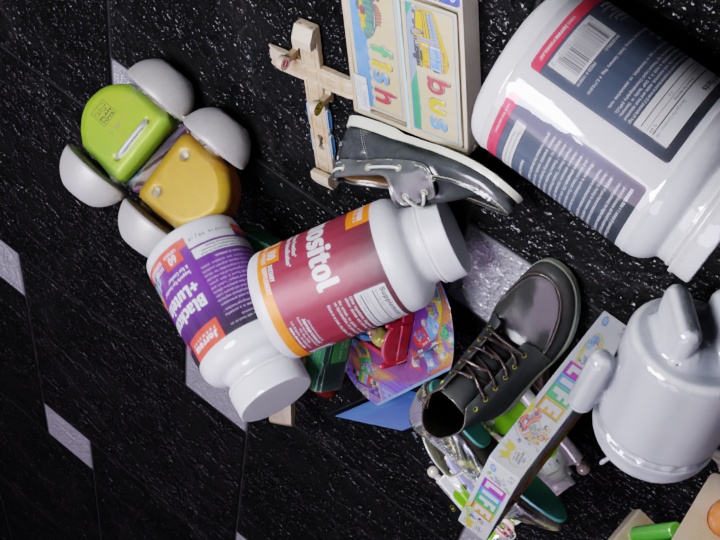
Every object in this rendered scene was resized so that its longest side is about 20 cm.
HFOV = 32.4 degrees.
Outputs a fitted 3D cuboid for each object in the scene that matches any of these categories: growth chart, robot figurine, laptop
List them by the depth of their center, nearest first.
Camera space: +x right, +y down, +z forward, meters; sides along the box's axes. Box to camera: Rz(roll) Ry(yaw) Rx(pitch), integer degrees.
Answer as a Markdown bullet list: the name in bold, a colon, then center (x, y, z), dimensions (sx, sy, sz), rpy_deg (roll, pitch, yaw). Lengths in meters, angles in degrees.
- **robot figurine**: center (0.267, 0.104, 1.065), dimensions (0.168, 0.114, 0.201), rpy_deg (9, 133, -4)
- **growth chart**: center (0.150, 0.203, 1.306), dimensions (0.145, 0.018, 0.200), rpy_deg (44, 132, 9)
- **laptop**: center (0.081, 0.218, 1.432), dimensions (0.201, 0.103, 0.177), rpy_deg (63, 149, 3)

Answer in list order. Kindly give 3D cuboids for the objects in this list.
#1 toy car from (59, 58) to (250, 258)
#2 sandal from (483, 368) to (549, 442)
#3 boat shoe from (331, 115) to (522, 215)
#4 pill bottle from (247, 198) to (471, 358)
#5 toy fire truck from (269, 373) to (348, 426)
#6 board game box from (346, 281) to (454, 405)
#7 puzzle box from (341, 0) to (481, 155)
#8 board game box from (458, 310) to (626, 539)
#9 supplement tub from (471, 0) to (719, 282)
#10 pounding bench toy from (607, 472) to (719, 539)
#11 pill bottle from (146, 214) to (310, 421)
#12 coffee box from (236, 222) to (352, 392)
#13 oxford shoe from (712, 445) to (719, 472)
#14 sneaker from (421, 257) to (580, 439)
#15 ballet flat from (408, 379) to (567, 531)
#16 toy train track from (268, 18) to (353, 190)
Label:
- **toy car**: center (-0.217, -0.121, 1.375), dimensions (0.200, 0.175, 0.150), rpy_deg (40, -175, 7)
- **sandal**: center (0.170, 0.144, 1.305), dimensions (0.081, 0.055, 0.202), rpy_deg (16, 124, 29)
- **boat shoe**: center (0.059, -0.082, 1.136), dimensions (0.199, 0.068, 0.072), rpy_deg (23, 174, 34)
- **pill bottle**: center (0.000, 0.000, 1.200), dimensions (0.199, 0.113, 0.114), rpy_deg (-23, 115, 14)
- **toy fire truck**: center (-0.080, 0.111, 1.510), dimensions (0.175, 0.129, 0.200), rpy_deg (27, 162, 34)
- **board game box**: center (0.014, 0.055, 1.313), dimensions (0.200, 0.039, 0.159), rpy_deg (-32, 76, 48)
- **puzzle box**: center (0.043, -0.202, 1.073), dimensions (0.132, 0.025, 0.201), rpy_deg (25, 143, 29)
- **board game box**: center (0.172, 0.145, 1.155), dimensions (0.034, 0.200, 0.135), rpy_deg (35, 148, 15)
- **supplement tub**: center (0.194, -0.100, 0.905), dimensions (0.199, 0.140, 0.141), rpy_deg (38, 148, 12)
- **pounding bench toy**: center (0.322, 0.273, 1.166), dimensions (0.199, 0.125, 0.156), rpy_deg (27, 158, 27)
- **pill bottle**: center (-0.134, 0.051, 1.293), dimensions (0.201, 0.111, 0.112), rpy_deg (58, 154, 21)
- **coffee box**: center (-0.086, 0.036, 1.357), dimensions (0.199, 0.044, 0.124), rpy_deg (27, 111, 41)
- **oxford shoe**: center (0.391, 0.181, 1.063), dimensions (0.199, 0.075, 0.058), rpy_deg (12, 130, 52)
- **sneaker**: center (0.134, 0.082, 1.174), dimensions (0.075, 0.106, 0.201), rpy_deg (40, 127, 22)
- **ballet flat**: center (0.123, 0.201, 1.263), dimensions (0.200, 0.072, 0.072), rpy_deg (46, 150, 16)
- **toy train track**: center (-0.049, -0.155, 1.228), dimensions (0.114, 0.033, 0.201), rpy_deg (26, 145, 28)
